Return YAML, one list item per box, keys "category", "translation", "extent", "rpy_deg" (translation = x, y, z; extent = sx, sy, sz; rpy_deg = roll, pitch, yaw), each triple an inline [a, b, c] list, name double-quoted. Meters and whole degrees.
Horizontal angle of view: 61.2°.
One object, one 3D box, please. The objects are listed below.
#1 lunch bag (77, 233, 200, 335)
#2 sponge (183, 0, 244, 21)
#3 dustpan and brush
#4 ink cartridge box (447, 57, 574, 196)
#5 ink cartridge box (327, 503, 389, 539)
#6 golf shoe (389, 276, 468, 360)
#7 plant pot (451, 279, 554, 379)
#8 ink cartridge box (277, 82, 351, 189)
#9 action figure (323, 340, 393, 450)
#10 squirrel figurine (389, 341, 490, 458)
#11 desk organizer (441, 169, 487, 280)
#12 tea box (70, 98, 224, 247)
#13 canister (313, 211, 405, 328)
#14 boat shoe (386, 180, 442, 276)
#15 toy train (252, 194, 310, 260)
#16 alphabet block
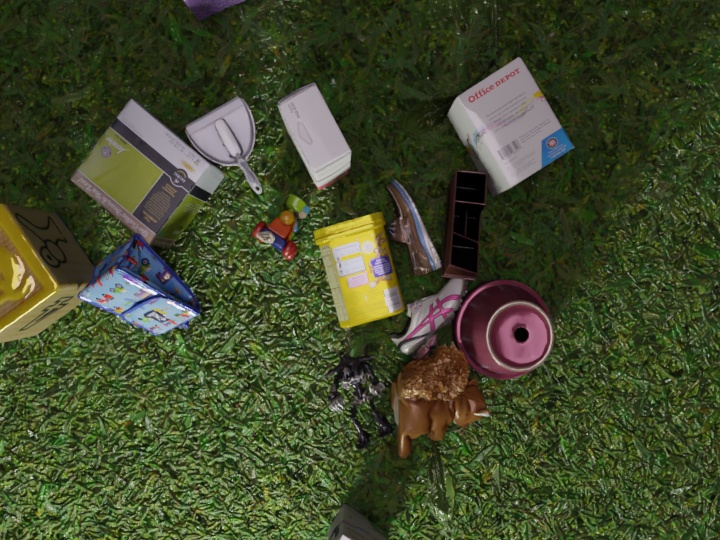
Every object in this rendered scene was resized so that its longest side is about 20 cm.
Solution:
- category: "lunch bag"
  translation: [-0.413, 0.049, 1.186]
  extent: [0.149, 0.095, 0.200]
  rpy_deg: [-26, 125, 34]
- category: "sponge"
  translation: [-0.255, -0.569, 1.216]
  extent: [0.197, 0.112, 0.030]
  rpy_deg: [-25, 92, 0]
- category: "dustpan and brush"
  translation: [-0.254, -0.242, 1.237]
  extent: [0.138, 0.057, 0.202]
  rpy_deg: [-31, 95, -7]
- category: "ink cartridge box"
  translation: [0.287, -0.276, 1.198]
  extent: [0.146, 0.145, 0.202]
  rpy_deg: [-30, 90, -1]
- category: "ink cartridge box"
  translation: [-0.003, 0.541, 1.167]
  extent: [0.116, 0.200, 0.068]
  rpy_deg: [34, 90, 0]
- category: "golf shoe"
  translation: [0.141, 0.084, 1.233]
  extent: [0.092, 0.073, 0.201]
  rpy_deg: [35, 90, 0]
- category: "plant pot"
  translation: [0.286, 0.118, 1.181]
  extent: [0.196, 0.179, 0.204]
  rpy_deg: [0, 90, 1]
- category: "ink cartridge box"
  translation: [-0.084, -0.251, 1.170]
  extent: [0.084, 0.200, 0.147]
  rpy_deg: [-29, 90, 0]
- category: "action figure"
  translation: [-0.003, 0.247, 1.219]
  extent: [0.117, 0.102, 0.203]
  rpy_deg: [-23, 93, 1]
- category: "squirrel figurine"
  translation: [0.161, 0.245, 1.182]
  extent: [0.183, 0.142, 0.203]
  rpy_deg: [0, 123, -7]
- category: "desk organizer"
  translation: [0.208, -0.091, 1.207]
  extent: [0.070, 0.077, 0.204]
  rpy_deg: [6, 75, 0]
- category: "tea box"
  translation: [-0.414, -0.184, 1.203]
  extent: [0.199, 0.134, 0.198]
  rpy_deg: [39, 89, 0]
- category: "canister"
  translation: [0.000, 0.000, 1.225]
  extent: [0.146, 0.087, 0.204]
  rpy_deg: [-15, 91, 5]
- category: "boat shoe"
  translation: [0.094, -0.083, 1.234]
  extent: [0.072, 0.072, 0.202]
  rpy_deg: [-27, 90, 1]
- category: "toy train"
  translation: [-0.145, -0.096, 1.173]
  extent: [0.084, 0.200, 0.117]
  rpy_deg: [31, 85, 0]
- category: "alphabet block"
  translation: [-0.657, 0.008, 1.169]
  extent: [0.195, 0.200, 0.196]
  rpy_deg: [-37, 89, 0]
